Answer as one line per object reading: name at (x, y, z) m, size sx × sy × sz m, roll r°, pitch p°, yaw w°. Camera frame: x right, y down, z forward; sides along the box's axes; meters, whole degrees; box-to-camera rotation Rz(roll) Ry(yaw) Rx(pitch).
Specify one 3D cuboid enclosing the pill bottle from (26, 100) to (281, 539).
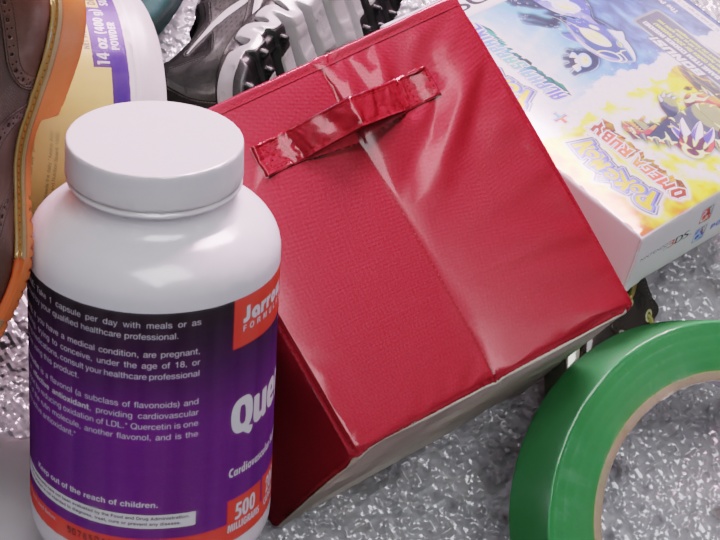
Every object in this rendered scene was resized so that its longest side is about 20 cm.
pill bottle at (-0.092, 0.031, 0.990) m, size 0.112 × 0.201 × 0.113 m, roll 3°, pitch 29°, yaw -2°

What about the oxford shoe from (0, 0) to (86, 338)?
oxford shoe at (-0.178, -0.038, 0.926) m, size 0.071 × 0.073 × 0.201 m, roll 20°, pitch 101°, yaw 32°

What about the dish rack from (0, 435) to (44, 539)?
dish rack at (-0.171, 0.138, 1.048) m, size 0.171 × 0.044 × 0.200 m, roll -10°, pitch 31°, yaw -15°

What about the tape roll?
tape roll at (0.176, 0.126, 1.152) m, size 0.200 × 0.048 × 0.201 m, roll 1°, pitch 88°, yaw -22°

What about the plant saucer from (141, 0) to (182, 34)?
plant saucer at (-0.151, -0.194, 1.182) m, size 0.199 × 0.036 × 0.201 m, roll -12°, pitch 108°, yaw -40°

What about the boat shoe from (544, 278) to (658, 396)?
boat shoe at (0.133, 0.015, 1.213) m, size 0.060 × 0.072 × 0.202 m, roll 6°, pitch 65°, yaw -6°

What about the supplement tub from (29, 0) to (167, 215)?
supplement tub at (-0.205, -0.070, 1.039) m, size 0.199 × 0.145 × 0.146 m, roll 0°, pitch 68°, yaw -26°

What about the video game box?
video game box at (0.135, -0.095, 1.220) m, size 0.182 × 0.047 × 0.200 m, roll -30°, pitch 58°, yaw -34°

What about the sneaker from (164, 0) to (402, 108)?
sneaker at (-0.047, -0.140, 1.235) m, size 0.090 × 0.067 × 0.200 m, roll 5°, pitch 37°, yaw 32°

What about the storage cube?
storage cube at (0.000, 0.000, 1.123) m, size 0.171 × 0.200 × 0.180 m, roll -27°, pitch 82°, yaw -22°
